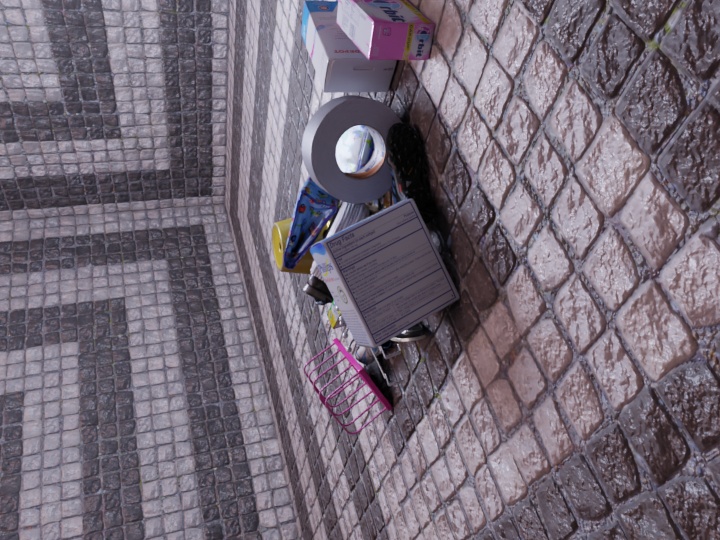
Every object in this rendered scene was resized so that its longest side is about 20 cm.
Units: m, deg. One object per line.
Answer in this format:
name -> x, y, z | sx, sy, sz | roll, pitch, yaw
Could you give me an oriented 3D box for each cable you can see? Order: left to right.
cable -> -0.045, -0.068, 1.333 | 0.200, 0.069, 0.200 | -63, 6, 0

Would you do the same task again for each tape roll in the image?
tape roll -> -0.010, -0.234, 1.164 | 0.066, 0.200, 0.201 | -136, 43, -62

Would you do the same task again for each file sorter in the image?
file sorter -> -0.041, 0.285, 1.468 | 0.139, 0.125, 0.200 | 56, 172, -24

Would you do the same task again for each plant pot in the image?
plant pot -> -0.129, -0.070, 1.588 | 0.201, 0.188, 0.201 | 173, 90, -70

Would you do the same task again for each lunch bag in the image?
lunch bag -> -0.130, -0.100, 1.403 | 0.200, 0.094, 0.151 | -61, 8, 20
lunch bag -> -0.018, -0.256, 1.283 | 0.161, 0.082, 0.200 | 32, 115, 45

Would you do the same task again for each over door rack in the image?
over door rack -> 0.006, 0.138, 1.229 | 0.200, 0.067, 0.148 | 50, 164, 30

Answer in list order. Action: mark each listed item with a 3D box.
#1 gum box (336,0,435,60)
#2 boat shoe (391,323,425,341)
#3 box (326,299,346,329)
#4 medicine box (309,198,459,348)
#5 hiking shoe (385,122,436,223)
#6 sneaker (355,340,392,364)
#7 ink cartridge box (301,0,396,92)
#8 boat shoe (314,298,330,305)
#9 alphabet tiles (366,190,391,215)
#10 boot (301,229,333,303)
gum box -> 0.038, -0.448, 1.081 | 0.200, 0.113, 0.066 | -117, 28, -45
boat shoe -> 0.074, 0.096, 1.234 | 0.200, 0.072, 0.068 | -143, 45, -67
box -> -0.001, 0.062, 1.366 | 0.048, 0.117, 0.200 | 66, 155, 20
medicine box -> 0.041, 0.005, 1.048 | 0.200, 0.182, 0.103 | 64, 162, -3
hiking shoe -> 0.078, -0.174, 1.121 | 0.087, 0.074, 0.201 | 148, 114, -68
sneaker -> 0.034, 0.175, 1.397 | 0.072, 0.072, 0.200 | 30, 152, 13
ink cartridge box -> -0.027, -0.456, 1.221 | 0.085, 0.144, 0.200 | 108, 150, -51
boat shoe -> -0.096, 0.050, 1.680 | 0.200, 0.091, 0.071 | -158, 63, -69
alphabet tiles -> 0.038, -0.107, 1.367 | 0.167, 0.008, 0.201 | -153, 58, -67
boot -> -0.041, 0.003, 1.491 | 0.069, 0.200, 0.174 | 29, 93, 49
